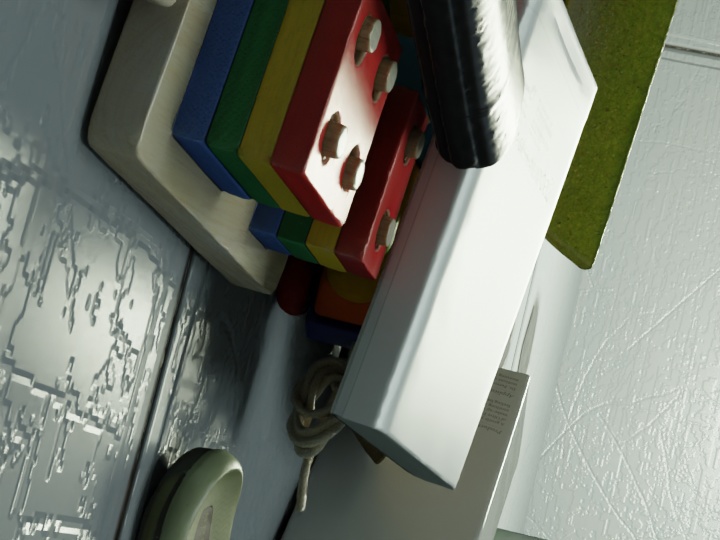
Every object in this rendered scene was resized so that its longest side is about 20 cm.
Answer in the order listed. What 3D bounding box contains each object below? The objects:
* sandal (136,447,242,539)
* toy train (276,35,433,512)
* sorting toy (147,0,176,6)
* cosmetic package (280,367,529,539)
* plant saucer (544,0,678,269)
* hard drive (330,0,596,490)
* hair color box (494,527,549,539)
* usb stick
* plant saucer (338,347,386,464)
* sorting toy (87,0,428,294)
[{"bbox_3d":[-0.066,0.173,0.687,0.080,0.057,0.202,-41,142,-71],"label":"sandal"},{"bbox_3d":[0.000,0.000,0.749,0.116,0.084,0.201,79,26,-68],"label":"toy train"},{"bbox_3d":[-0.053,-0.180,0.430,0.185,0.036,0.201,12,90,-79],"label":"sorting toy"},{"bbox_3d":[0.023,0.140,0.969,0.200,0.107,0.085,-64,163,-45],"label":"cosmetic package"},{"bbox_3d":[0.095,-0.131,0.963,0.200,0.048,0.201,-130,-130,-57],"label":"plant saucer"},{"bbox_3d":[0.050,-0.015,0.727,0.201,0.027,0.132,-70,158,-11],"label":"hard drive"},{"bbox_3d":[0.072,0.211,1.042,0.100,0.199,0.061,-62,161,-52],"label":"hair color box"},{"bbox_3d":[0.036,-0.093,0.575,0.200,0.032,0.056,69,40,-69],"label":"usb stick"},{"bbox_3d":[0.023,0.003,0.909,0.200,0.035,0.201,-162,-90,-86],"label":"plant saucer"},{"bbox_3d":[-0.006,-0.100,0.619,0.200,0.069,0.199,55,53,-73],"label":"sorting toy"}]
